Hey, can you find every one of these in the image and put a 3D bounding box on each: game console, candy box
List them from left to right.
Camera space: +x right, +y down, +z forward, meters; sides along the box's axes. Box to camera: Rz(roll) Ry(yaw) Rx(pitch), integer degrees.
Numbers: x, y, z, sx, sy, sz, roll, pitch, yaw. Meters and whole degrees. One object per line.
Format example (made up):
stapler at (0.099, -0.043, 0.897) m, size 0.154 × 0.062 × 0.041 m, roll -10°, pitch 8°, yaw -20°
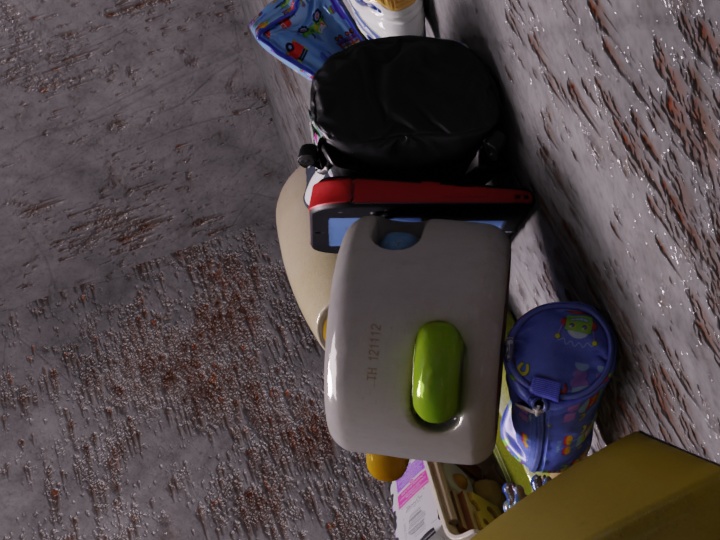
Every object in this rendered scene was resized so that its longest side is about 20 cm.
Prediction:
game console at (0.045, -0.040, 1.125) m, size 0.200 × 0.176 × 0.031 m, roll 101°, pitch 173°, yaw -81°
candy box at (0.117, 0.274, 1.471) m, size 0.168 × 0.072 × 0.200 m, roll 37°, pitch -159°, yaw -21°

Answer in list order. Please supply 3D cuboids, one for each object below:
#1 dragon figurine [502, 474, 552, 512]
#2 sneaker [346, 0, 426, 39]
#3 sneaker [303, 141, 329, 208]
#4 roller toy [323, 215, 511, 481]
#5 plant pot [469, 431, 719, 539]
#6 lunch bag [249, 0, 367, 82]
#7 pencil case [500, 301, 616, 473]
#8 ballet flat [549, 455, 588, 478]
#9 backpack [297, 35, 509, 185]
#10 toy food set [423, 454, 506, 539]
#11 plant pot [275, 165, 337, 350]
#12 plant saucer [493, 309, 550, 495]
dragon figurine at (0.186, 0.241, 1.044) m, size 0.201 × 0.059 × 0.099 m, roll 60°, pitch 150°, yaw 4°
sneaker at (0.007, -0.259, 1.258) m, size 0.200 × 0.075 × 0.088 m, roll -114°, pitch 7°, yaw -52°
sneaker at (0.005, -0.056, 1.290) m, size 0.200 × 0.079 × 0.130 m, roll 61°, pitch 165°, yaw -12°
roller toy at (0.040, 0.053, 1.029) m, size 0.200 × 0.139 × 0.183 m, roll 81°, pitch -164°, yaw -60°
plant pot at (0.161, 0.241, 0.888) m, size 0.200 × 0.176 × 0.201 m, roll -173°, pitch 64°, yaw -85°
lunch bag at (-0.012, -0.211, 1.392) m, size 0.200 × 0.094 × 0.151 m, roll 43°, pitch -174°, yaw -16°
pencil case at (0.146, 0.095, 1.024) m, size 0.078 × 0.087 × 0.200 m, roll 24°, pitch 160°, yaw 15°
ballet flat at (0.201, 0.238, 1.199) m, size 0.063 × 0.068 × 0.201 m, roll -74°, pitch -20°, yaw -45°
backpack at (0.036, -0.122, 1.120) m, size 0.200 × 0.166 × 0.127 m, roll 87°, pitch -175°, yaw -81°
toy food set at (0.142, 0.234, 1.405) m, size 0.143 × 0.060 × 0.200 m, roll 34°, pitch -158°, yaw -29°
plant pot at (0.000, 0.000, 1.389) m, size 0.200 × 0.186 × 0.188 m, roll -90°, pitch -13°, yaw -55°
plant saucer at (0.164, 0.173, 1.331) m, size 0.200 × 0.048 × 0.200 m, roll 78°, pitch 171°, yaw -58°
